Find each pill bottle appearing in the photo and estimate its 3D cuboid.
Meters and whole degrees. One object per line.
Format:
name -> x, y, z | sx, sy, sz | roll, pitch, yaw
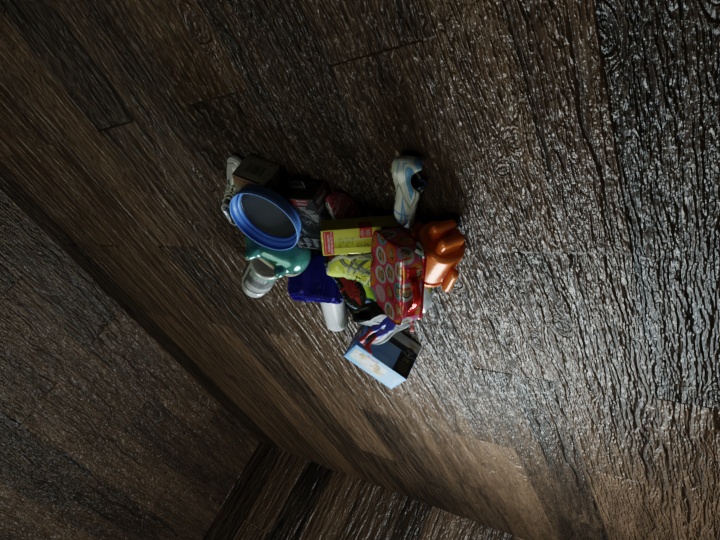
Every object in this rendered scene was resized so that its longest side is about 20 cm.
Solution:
pill bottle -> -0.326, 0.011, 1.710 | 0.112, 0.114, 0.200 | 36, 148, -7

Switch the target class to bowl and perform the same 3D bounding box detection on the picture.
bowl -> -0.244, -0.136, 1.352 | 0.197, 0.040, 0.202 | 18, 145, 13

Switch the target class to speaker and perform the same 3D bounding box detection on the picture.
speaker -> -0.088, 0.107, 1.662 | 0.080, 0.082, 0.202 | 18, 145, 22

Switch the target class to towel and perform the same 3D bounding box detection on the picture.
towel -> -0.138, 0.022, 1.551 | 0.197, 0.049, 0.151 | 3, 95, 37

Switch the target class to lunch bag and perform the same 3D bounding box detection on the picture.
lunch bag -> 0.089, 0.016, 1.181 | 0.176, 0.080, 0.204 | -132, 36, -53

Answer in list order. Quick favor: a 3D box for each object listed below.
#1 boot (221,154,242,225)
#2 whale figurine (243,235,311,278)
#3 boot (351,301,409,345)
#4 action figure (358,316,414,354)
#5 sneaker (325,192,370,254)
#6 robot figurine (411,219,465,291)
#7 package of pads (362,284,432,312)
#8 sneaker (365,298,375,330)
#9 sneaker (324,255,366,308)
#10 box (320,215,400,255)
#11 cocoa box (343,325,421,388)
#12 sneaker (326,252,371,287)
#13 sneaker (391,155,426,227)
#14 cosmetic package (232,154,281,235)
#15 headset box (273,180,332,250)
boot -> -0.345, -0.214, 1.441 | 0.072, 0.096, 0.202 | 20, 146, 18
whale figurine -> -0.230, -0.060, 1.479 | 0.197, 0.162, 0.103 | 11, 151, -31
boot -> 0.039, 0.149, 1.458 | 0.164, 0.066, 0.199 | -35, 155, 21
action figure -> 0.097, 0.140, 1.349 | 0.099, 0.200, 0.065 | 43, -178, -35
sneaker -> -0.032, -0.109, 1.325 | 0.074, 0.081, 0.201 | 0, 136, 43
robot figurine -> 0.171, -0.037, 1.214 | 0.142, 0.118, 0.201 | 27, 147, 2
package of pads -> 0.093, 0.030, 1.413 | 0.197, 0.069, 0.156 | 14, 143, 28
sneaker -> 0.021, 0.103, 1.562 | 0.073, 0.083, 0.202 | 8, 139, 37
sneaker -> -0.044, 0.021, 1.457 | 0.096, 0.078, 0.203 | 77, 171, -74
box -> 0.003, -0.085, 1.252 | 0.195, 0.051, 0.076 | -3, 127, -3
cocoa box -> 0.070, 0.262, 1.684 | 0.198, 0.132, 0.134 | 34, 148, -4
sneaker -> 0.000, 0.000, 1.329 | 0.196, 0.078, 0.075 | -6, 157, 23
sneaker -> 0.109, -0.164, 1.142 | 0.071, 0.073, 0.202 | 11, 146, 16
cosmetic package -> -0.268, -0.197, 1.405 | 0.102, 0.088, 0.202 | 20, 146, 14
headset box -> -0.135, -0.150, 1.363 | 0.147, 0.078, 0.202 | 7, 139, 34
